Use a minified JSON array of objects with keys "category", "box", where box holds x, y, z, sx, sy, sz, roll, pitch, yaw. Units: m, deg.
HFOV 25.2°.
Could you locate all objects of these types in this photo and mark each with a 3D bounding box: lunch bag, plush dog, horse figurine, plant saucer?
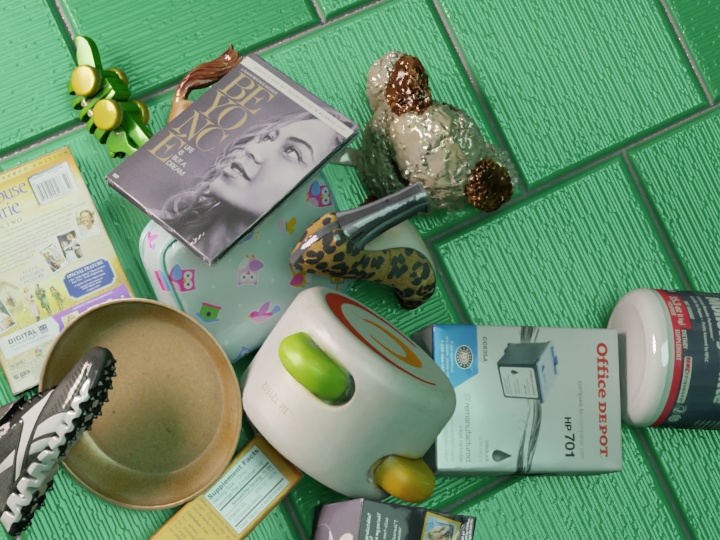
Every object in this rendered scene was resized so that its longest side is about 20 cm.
[{"category":"lunch bag","box":[-0.105,-0.018,1.552,0.199,0.077,0.162,-31,114,-19]},{"category":"plush dog","box":[0.064,-0.116,1.590,0.200,0.172,0.161,46,73,-4]},{"category":"horse figurine","box":[-0.145,-0.118,1.597,0.131,0.050,0.203,-8,89,-9]},{"category":"plant saucer","box":[-0.201,0.122,1.504,0.198,0.035,0.203,2,100,11]}]

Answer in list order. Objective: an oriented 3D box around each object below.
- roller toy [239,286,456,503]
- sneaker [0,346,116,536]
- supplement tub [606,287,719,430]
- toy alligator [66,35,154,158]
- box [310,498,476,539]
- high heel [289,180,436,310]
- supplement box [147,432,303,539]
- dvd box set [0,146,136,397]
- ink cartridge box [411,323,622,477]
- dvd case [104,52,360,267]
[{"category":"roller toy","box":[-0.014,0.121,1.503,0.199,0.183,0.140,33,102,-18]},{"category":"sneaker","box":[-0.300,0.142,1.475,0.090,0.066,0.201,34,105,5]},{"category":"supplement tub","box":[0.360,0.093,1.647,0.197,0.140,0.142,3,79,-14]},{"category":"toy alligator","box":[-0.237,-0.138,1.571,0.054,0.059,0.201,-39,77,23]},{"category":"box","box":[0.019,0.286,1.491,0.113,0.200,0.134,10,78,-11]},{"category":"high heel","box":[0.000,0.000,1.556,0.141,0.201,0.072,-24,59,-12]},{"category":"supplement box","box":[-0.147,0.245,1.526,0.200,0.067,0.069,-42,90,-18]},{"category":"dvd box set","box":[-0.306,0.000,1.545,0.145,0.029,0.202,-25,88,-17]},{"category":"ink cartridge box","box":[0.156,0.132,1.616,0.197,0.086,0.148,1,80,-13]},{"category":"dvd case","box":[-0.119,-0.109,1.514,0.148,0.016,0.200,36,66,26]}]
